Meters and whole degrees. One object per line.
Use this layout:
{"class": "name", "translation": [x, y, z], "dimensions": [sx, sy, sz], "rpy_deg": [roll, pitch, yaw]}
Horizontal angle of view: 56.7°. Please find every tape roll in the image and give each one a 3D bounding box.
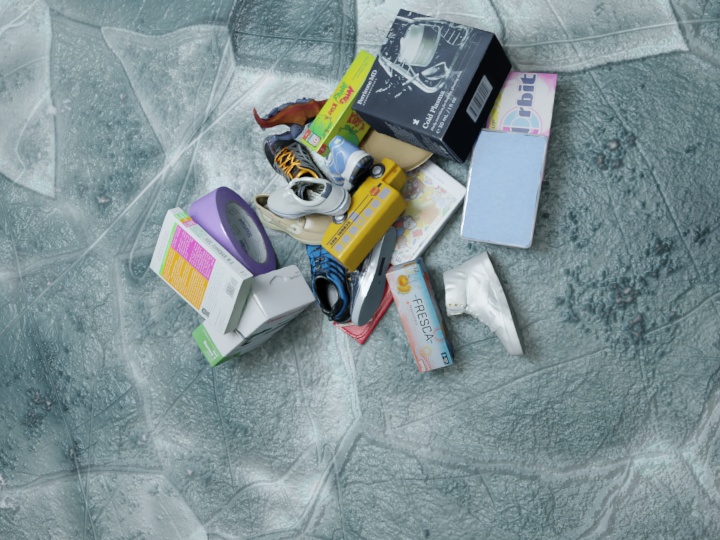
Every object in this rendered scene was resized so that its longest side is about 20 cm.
{"class": "tape roll", "translation": [-0.244, -0.059, 1.288], "dimensions": [0.065, 0.200, 0.201], "rpy_deg": [-27, 83, 13]}

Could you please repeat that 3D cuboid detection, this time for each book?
{"class": "book", "translation": [-0.281, 0.000, 1.175], "dimensions": [0.200, 0.048, 0.134], "rpy_deg": [41, 128, 19]}

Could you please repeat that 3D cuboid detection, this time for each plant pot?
{"class": "plant pot", "translation": [0.076, -0.277, 1.276], "dimensions": [0.199, 0.027, 0.202], "rpy_deg": [-6, 76, 25]}

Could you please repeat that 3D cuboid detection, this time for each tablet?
{"class": "tablet", "translation": [0.254, -0.147, 1.184], "dimensions": [0.129, 0.014, 0.202], "rpy_deg": [9, 94, 14]}

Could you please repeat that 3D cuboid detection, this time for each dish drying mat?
{"class": "dish drying mat", "translation": [0.028, 0.043, 1.307], "dimensions": [0.077, 0.018, 0.201], "rpy_deg": [35, 98, 14]}

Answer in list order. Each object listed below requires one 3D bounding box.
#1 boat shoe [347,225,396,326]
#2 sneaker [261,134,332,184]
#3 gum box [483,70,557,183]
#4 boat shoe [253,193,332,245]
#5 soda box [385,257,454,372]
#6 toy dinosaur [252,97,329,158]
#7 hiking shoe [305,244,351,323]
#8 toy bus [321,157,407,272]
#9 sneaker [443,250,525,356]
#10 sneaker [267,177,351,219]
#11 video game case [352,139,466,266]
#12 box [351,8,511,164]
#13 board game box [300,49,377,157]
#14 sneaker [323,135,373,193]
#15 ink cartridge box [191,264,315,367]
{"class": "boat shoe", "translation": [0.000, 0.000, 1.268], "dimensions": [0.090, 0.071, 0.202], "rpy_deg": [20, 98, 29]}
{"class": "sneaker", "translation": [-0.125, -0.202, 1.323], "dimensions": [0.200, 0.077, 0.078], "rpy_deg": [43, 101, 13]}
{"class": "gum box", "translation": [0.289, -0.264, 1.215], "dimensions": [0.113, 0.066, 0.202], "rpy_deg": [8, 92, 15]}
{"class": "boat shoe", "translation": [-0.124, -0.106, 1.304], "dimensions": [0.199, 0.065, 0.072], "rpy_deg": [19, 64, 27]}
{"class": "soda box", "translation": [0.112, 0.081, 1.238], "dimensions": [0.068, 0.064, 0.201], "rpy_deg": [-17, 99, 14]}
{"class": "toy dinosaur", "translation": [-0.098, -0.285, 1.266], "dimensions": [0.181, 0.200, 0.106], "rpy_deg": [-25, 98, -1]}
{"class": "hiking shoe", "translation": [-0.063, 0.003, 1.291], "dimensions": [0.074, 0.087, 0.201], "rpy_deg": [-25, 73, 13]}
{"class": "toy bus", "translation": [0.015, -0.101, 1.201], "dimensions": [0.078, 0.065, 0.200], "rpy_deg": [37, 86, 34]}
{"class": "sneaker", "translation": [0.221, 0.078, 1.231], "dimensions": [0.115, 0.074, 0.201], "rpy_deg": [-24, 73, 15]}
{"class": "sneaker", "translation": [-0.107, -0.141, 1.216], "dimensions": [0.199, 0.071, 0.073], "rpy_deg": [1, 63, 41]}
{"class": "video game case", "translation": [0.080, -0.126, 1.283], "dimensions": [0.182, 0.023, 0.200], "rpy_deg": [41, 99, 19]}
{"class": "box", "translation": [0.126, -0.324, 1.177], "dimensions": [0.196, 0.124, 0.201], "rpy_deg": [27, 91, 31]}
{"class": "board game box", "translation": [-0.018, -0.299, 1.253], "dimensions": [0.048, 0.101, 0.201], "rpy_deg": [39, 97, 28]}
{"class": "sneaker", "translation": [-0.025, -0.193, 1.238], "dimensions": [0.077, 0.200, 0.076], "rpy_deg": [44, 77, 2]}
{"class": "ink cartridge box", "translation": [-0.202, 0.086, 1.268], "dimensions": [0.200, 0.146, 0.085], "rpy_deg": [-39, 80, 37]}
